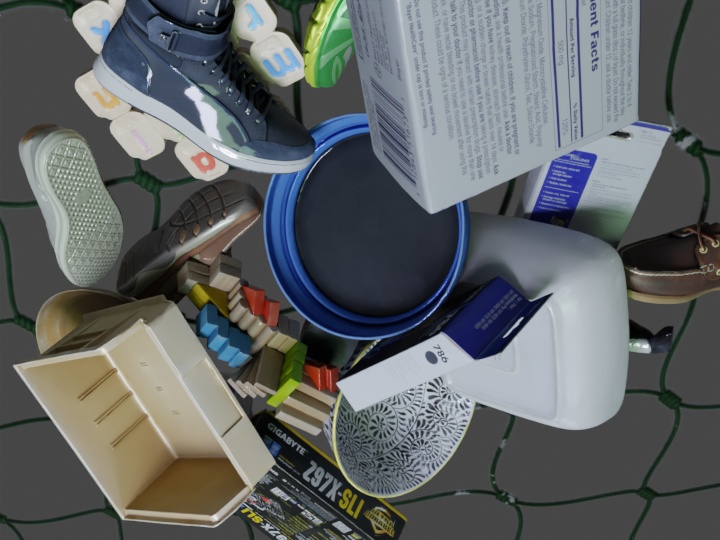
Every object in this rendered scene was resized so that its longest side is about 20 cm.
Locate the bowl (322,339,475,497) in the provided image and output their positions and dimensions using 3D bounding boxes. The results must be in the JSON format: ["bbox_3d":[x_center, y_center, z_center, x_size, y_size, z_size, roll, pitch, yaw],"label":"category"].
[{"bbox_3d":[0.024,0.128,1.054,0.199,0.094,0.203,-14,113,-36],"label":"bowl"}]

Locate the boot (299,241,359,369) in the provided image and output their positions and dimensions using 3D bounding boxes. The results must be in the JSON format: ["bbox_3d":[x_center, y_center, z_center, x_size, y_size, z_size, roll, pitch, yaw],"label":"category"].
[{"bbox_3d":[0.000,0.000,0.989,0.074,0.097,0.201,34,101,-16],"label":"boot"}]

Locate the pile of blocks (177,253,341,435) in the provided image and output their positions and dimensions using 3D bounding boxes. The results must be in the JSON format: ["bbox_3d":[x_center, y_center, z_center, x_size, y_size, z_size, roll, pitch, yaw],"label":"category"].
[{"bbox_3d":[-0.092,0.062,0.914,0.200,0.082,0.062,44,128,0],"label":"pile of blocks"}]

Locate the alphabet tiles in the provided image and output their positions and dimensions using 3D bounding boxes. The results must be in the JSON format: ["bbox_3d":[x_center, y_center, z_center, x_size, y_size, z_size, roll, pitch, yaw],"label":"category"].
[{"bbox_3d":[-0.150,-0.173,0.874,0.199,0.015,0.196,-23,124,21],"label":"alphabet tiles"}]

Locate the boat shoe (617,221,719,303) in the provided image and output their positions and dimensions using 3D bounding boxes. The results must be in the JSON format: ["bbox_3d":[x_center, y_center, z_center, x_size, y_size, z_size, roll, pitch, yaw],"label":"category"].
[{"bbox_3d":[0.326,-0.017,0.934,0.198,0.071,0.071,-6,134,-20],"label":"boat shoe"}]

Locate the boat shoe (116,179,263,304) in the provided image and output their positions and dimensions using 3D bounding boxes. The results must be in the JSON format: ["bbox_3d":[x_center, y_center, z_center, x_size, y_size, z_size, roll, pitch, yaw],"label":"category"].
[{"bbox_3d":[-0.158,-0.022,0.975,0.199,0.076,0.072,-29,128,36],"label":"boat shoe"}]

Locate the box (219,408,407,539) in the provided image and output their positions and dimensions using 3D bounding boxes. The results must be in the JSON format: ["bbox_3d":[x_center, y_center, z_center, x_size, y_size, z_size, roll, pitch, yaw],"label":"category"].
[{"bbox_3d":[-0.071,0.245,1.074,0.200,0.050,0.159,40,143,-11],"label":"box"}]

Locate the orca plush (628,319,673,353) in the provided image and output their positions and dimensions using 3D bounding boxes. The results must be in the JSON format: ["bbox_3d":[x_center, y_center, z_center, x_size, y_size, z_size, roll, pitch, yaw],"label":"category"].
[{"bbox_3d":[0.215,0.040,1.002,0.198,0.105,0.072,7,95,24],"label":"orca plush"}]

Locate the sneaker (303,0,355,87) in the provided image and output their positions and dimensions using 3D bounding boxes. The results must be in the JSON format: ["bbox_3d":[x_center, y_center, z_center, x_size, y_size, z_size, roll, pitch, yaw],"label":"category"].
[{"bbox_3d":[0.013,-0.218,0.786,0.083,0.074,0.200,25,128,-13],"label":"sneaker"}]

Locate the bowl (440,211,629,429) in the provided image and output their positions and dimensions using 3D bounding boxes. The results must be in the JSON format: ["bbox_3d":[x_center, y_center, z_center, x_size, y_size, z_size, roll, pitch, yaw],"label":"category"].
[{"bbox_3d":[0.144,0.057,0.930,0.198,0.075,0.202,15,126,36],"label":"bowl"}]

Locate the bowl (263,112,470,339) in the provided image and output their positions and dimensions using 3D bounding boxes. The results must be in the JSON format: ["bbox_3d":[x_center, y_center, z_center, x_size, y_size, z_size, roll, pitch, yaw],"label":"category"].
[{"bbox_3d":[0.006,-0.040,0.895,0.199,0.039,0.203,3,98,25],"label":"bowl"}]

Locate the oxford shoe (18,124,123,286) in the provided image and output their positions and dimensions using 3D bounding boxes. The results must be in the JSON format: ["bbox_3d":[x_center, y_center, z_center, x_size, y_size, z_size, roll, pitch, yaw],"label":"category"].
[{"bbox_3d":[-0.278,-0.064,0.954,0.058,0.075,0.201,35,148,28],"label":"oxford shoe"}]

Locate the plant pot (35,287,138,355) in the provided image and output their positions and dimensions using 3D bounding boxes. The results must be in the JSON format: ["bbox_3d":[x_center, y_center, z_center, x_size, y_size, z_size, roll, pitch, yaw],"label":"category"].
[{"bbox_3d":[-0.259,0.095,1.076,0.198,0.028,0.201,12,128,16],"label":"plant pot"}]

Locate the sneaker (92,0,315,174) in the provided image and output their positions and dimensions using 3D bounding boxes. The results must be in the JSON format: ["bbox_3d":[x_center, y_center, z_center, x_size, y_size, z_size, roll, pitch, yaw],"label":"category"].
[{"bbox_3d":[-0.105,-0.172,0.812,0.201,0.077,0.146,26,130,-15],"label":"sneaker"}]

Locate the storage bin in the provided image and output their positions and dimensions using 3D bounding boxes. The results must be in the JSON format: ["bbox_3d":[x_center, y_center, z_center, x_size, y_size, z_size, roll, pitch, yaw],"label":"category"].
[{"bbox_3d":[-0.207,0.139,0.965,0.198,0.094,0.201,-12,113,48],"label":"storage bin"}]

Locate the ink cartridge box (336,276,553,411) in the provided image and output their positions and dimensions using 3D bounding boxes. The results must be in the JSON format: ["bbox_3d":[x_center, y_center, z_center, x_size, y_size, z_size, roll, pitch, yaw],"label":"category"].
[{"bbox_3d":[0.069,0.061,0.871,0.199,0.099,0.039,-29,98,47],"label":"ink cartridge box"}]

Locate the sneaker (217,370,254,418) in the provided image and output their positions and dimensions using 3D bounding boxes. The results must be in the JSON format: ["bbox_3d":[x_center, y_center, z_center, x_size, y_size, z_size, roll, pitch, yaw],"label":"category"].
[{"bbox_3d":[-0.165,0.181,1.163,0.099,0.075,0.201,12,135,20],"label":"sneaker"}]

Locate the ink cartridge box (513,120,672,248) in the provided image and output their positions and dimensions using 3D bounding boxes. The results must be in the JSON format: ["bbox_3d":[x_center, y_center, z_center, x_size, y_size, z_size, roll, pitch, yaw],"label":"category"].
[{"bbox_3d":[0.204,-0.069,0.920,0.098,0.039,0.201,10,132,-6],"label":"ink cartridge box"}]

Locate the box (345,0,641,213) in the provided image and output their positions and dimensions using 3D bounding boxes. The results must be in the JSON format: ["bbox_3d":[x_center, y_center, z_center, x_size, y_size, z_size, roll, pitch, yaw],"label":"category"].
[{"bbox_3d":[0.102,-0.176,0.749,0.199,0.105,0.185,-24,132,-13],"label":"box"}]
